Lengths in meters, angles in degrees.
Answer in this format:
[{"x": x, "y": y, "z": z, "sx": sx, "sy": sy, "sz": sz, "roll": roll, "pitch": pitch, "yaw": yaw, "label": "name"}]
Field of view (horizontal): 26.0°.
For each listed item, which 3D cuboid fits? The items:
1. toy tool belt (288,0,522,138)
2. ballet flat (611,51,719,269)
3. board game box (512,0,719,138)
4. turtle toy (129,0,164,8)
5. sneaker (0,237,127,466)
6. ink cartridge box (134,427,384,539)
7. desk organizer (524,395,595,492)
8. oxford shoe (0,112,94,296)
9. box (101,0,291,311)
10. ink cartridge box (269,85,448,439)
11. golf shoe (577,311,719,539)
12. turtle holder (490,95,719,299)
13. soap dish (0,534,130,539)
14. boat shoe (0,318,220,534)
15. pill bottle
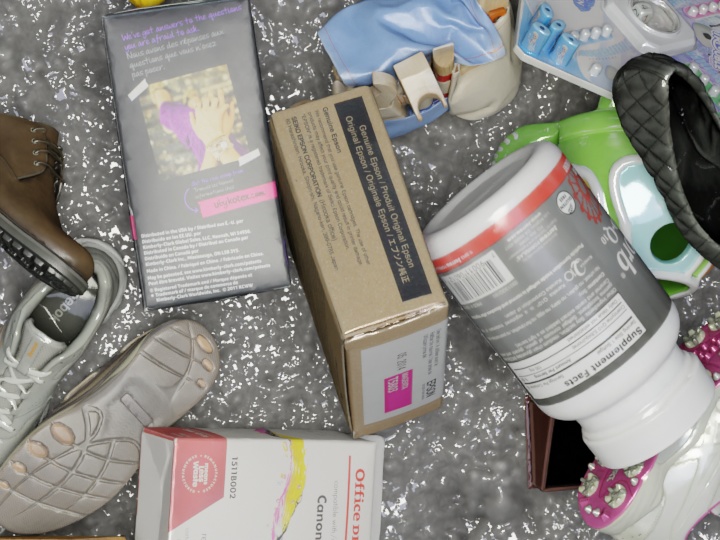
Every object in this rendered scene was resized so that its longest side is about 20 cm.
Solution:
[{"x": 0.024, "y": -0.153, "z": 1.106, "sx": 0.198, "sy": 0.123, "sz": 0.126, "roll": -28, "pitch": 69, "yaw": -5, "label": "toy tool belt"}, {"x": 0.232, "y": -0.059, "z": 1.030, "sx": 0.066, "sy": 0.057, "sz": 0.200, "roll": -44, "pitch": 112, "yaw": -5, "label": "ballet flat"}, {"x": 0.210, "y": -0.182, "z": 1.110, "sx": 0.198, "sy": 0.201, "sz": 0.026, "roll": 22, "pitch": 134, "yaw": -9, "label": "board game box"}, {"x": -0.151, "y": -0.286, "z": 1.082, "sx": 0.145, "sy": 0.101, "sz": 0.200, "roll": -41, "pitch": 65, "yaw": -15, "label": "turtle toy"}, {"x": -0.239, "y": 0.064, "z": 1.106, "sx": 0.075, "sy": 0.092, "sz": 0.201, "roll": 32, "pitch": 90, "yaw": -7, "label": "sneaker"}, {"x": -0.056, "y": 0.174, "z": 1.110, "sx": 0.198, "sy": 0.067, "sz": 0.118, "roll": 4, "pitch": 89, "yaw": -30, "label": "ink cartridge box"}, {"x": 0.229, "y": 0.128, "z": 1.170, "sx": 0.197, "sy": 0.077, "sz": 0.073, "roll": -3, "pitch": 93, "yaw": -6, "label": "desk organizer"}, {"x": -0.235, "y": -0.063, "z": 1.076, "sx": 0.084, "sy": 0.073, "sz": 0.200, "roll": -39, "pitch": 63, "yaw": -9, "label": "oxford shoe"}, {"x": -0.114, "y": -0.081, "z": 1.099, "sx": 0.105, "sy": 0.122, "sz": 0.203, "roll": -8, "pitch": 93, "yaw": -4, "label": "box"}, {"x": 0.000, "y": 0.000, "z": 1.053, "sx": 0.074, "sy": 0.200, "sz": 0.166, "roll": -17, "pitch": 68, "yaw": -7, "label": "ink cartridge box"}, {"x": 0.240, "y": 0.115, "z": 1.104, "sx": 0.091, "sy": 0.075, "sz": 0.201, "roll": 39, "pitch": 90, "yaw": -22, "label": "golf shoe"}, {"x": 0.188, "y": -0.054, "z": 1.112, "sx": 0.184, "sy": 0.140, "sz": 0.133, "roll": 13, "pitch": 73, "yaw": -36, "label": "turtle holder"}, {"x": -0.220, "y": 0.256, "z": 1.075, "sx": 0.081, "sy": 0.199, "sz": 0.159, "roll": -17, "pitch": 94, "yaw": -42, "label": "soap dish"}, {"x": -0.184, "y": 0.113, "z": 1.125, "sx": 0.199, "sy": 0.073, "sz": 0.075, "roll": -39, "pitch": 102, "yaw": -10, "label": "boat shoe"}, {"x": 0.139, "y": 0.025, "z": 1.032, "sx": 0.116, "sy": 0.116, "sz": 0.201, "roll": -39, "pitch": 99, "yaw": -4, "label": "pill bottle"}]
